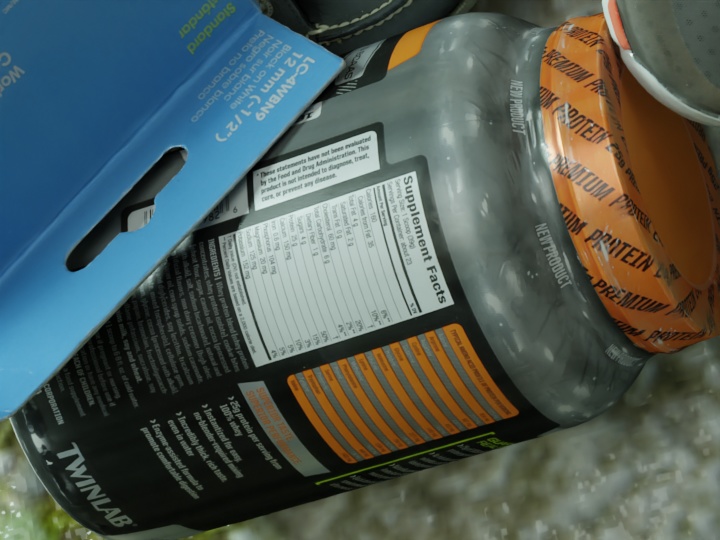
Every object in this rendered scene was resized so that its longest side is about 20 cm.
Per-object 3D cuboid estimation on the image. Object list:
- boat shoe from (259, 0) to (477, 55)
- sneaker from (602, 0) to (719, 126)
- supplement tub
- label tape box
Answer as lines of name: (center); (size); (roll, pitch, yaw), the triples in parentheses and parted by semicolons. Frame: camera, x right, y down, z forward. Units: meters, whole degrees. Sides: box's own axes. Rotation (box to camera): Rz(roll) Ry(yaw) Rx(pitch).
boat shoe: (-0.042, -0.082, 0.852); (0.199, 0.062, 0.073); (-16, 94, 38)
sneaker: (0.108, -0.132, 0.716); (0.082, 0.077, 0.202); (-143, 55, -66)
supplement tub: (0.000, 0.000, 0.812); (0.199, 0.122, 0.123); (-17, 75, 22)
label tape box: (-0.124, -0.067, 0.794); (0.143, 0.066, 0.200); (-47, 52, -11)
